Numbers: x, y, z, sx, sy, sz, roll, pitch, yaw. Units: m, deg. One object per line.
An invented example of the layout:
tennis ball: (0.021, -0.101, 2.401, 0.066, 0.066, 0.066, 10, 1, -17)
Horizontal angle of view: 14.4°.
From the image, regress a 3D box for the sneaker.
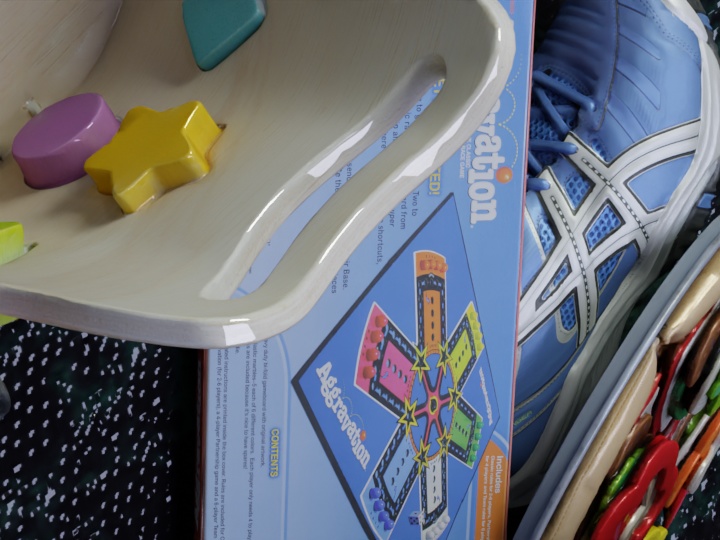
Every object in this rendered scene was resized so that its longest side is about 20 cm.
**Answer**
sneaker: (0.061, -0.014, 0.959, 0.077, 0.076, 0.200, 11, 98, -47)

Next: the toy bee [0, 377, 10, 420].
toy bee: (-0.157, 0.049, 0.704, 0.109, 0.131, 0.200, -33, 154, -18)

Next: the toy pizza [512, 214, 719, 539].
toy pizza: (0.102, 0.067, 1.003, 0.200, 0.032, 0.200, -54, 164, -23)

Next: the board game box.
board game box: (0.000, 0.000, 0.906, 0.103, 0.019, 0.200, -1, 108, -10)

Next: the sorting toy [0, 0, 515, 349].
sorting toy: (-0.058, -0.041, 0.747, 0.200, 0.180, 0.107, -46, 133, -25)
